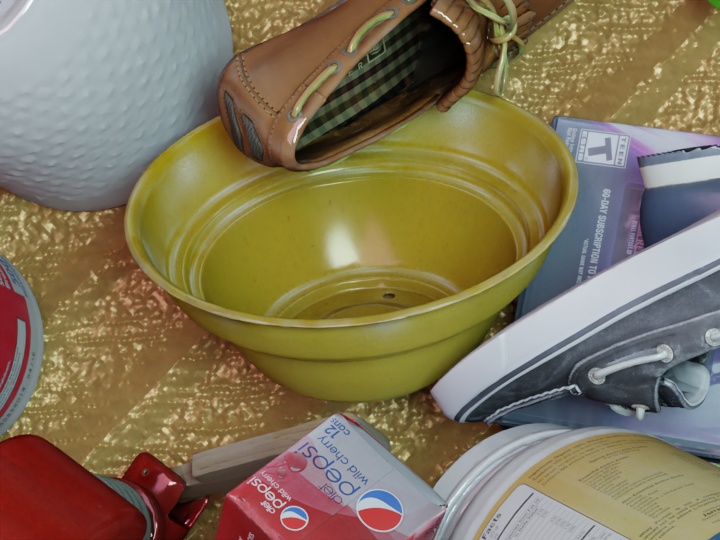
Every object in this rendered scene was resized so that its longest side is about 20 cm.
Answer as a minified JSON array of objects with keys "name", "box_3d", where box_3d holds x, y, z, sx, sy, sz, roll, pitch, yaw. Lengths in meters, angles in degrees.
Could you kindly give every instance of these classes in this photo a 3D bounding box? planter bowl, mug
[{"name":"planter bowl","box_3d":[0.000,0.000,1.184,0.199,0.084,0.201,-6,33,4]},{"name":"mug","box_3d":[-0.175,-0.107,1.222,0.199,0.175,0.148,-22,74,9]}]

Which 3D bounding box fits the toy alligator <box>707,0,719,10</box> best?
[{"name":"toy alligator","box_3d":[0.141,-0.202,1.230,0.054,0.059,0.201,-10,60,-32]}]

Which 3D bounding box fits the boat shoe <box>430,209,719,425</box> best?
[{"name":"boat shoe","box_3d":[0.117,0.030,1.104,0.199,0.072,0.068,-30,88,30]}]

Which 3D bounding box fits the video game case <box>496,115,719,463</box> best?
[{"name":"video game case","box_3d":[0.168,0.014,1.169,0.199,0.019,0.144,8,78,18]}]

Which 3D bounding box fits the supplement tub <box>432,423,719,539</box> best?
[{"name":"supplement tub","box_3d":[0.118,0.146,1.074,0.200,0.144,0.145,23,84,58]}]

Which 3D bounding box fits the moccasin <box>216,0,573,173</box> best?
[{"name":"moccasin","box_3d":[0.033,-0.105,1.192,0.201,0.074,0.078,-27,40,-27]}]

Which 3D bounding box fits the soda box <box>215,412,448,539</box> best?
[{"name":"soda box","box_3d":[-0.026,0.147,1.121,0.063,0.200,0.070,42,57,19]}]

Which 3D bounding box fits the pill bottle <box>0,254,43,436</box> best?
[{"name":"pill bottle","box_3d":[-0.225,0.021,1.197,0.112,0.200,0.113,-3,79,13]}]

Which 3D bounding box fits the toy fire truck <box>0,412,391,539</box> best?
[{"name":"toy fire truck","box_3d":[-0.101,0.116,1.159,0.128,0.176,0.201,34,88,18]}]

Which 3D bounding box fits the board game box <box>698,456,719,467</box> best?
[{"name":"board game box","box_3d":[0.235,0.025,1.169,0.199,0.030,0.096,-14,74,14]}]

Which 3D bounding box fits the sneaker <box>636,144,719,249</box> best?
[{"name":"sneaker","box_3d":[0.217,-0.016,1.127,0.199,0.070,0.083,-1,92,18]}]
